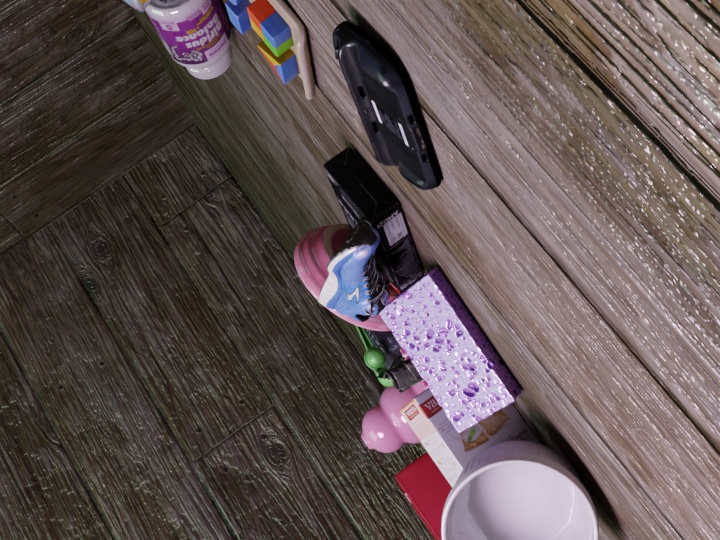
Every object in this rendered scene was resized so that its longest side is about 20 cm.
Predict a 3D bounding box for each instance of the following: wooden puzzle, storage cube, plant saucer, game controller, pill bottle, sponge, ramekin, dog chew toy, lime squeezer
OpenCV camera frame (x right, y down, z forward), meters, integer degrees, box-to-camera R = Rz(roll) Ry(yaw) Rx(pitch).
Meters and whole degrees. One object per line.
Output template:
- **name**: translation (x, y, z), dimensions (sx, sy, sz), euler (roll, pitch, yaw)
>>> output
- **wooden puzzle**: translation (-0.127, -0.317, 1.458), dimensions (0.201, 0.046, 0.185), euler (55, 174, 12)
- **storage cube**: translation (0.199, 0.461, 2.418), dimensions (0.200, 0.179, 0.171), euler (52, 173, 24)
- **plant saucer**: translation (0.000, 0.000, 1.717), dimensions (0.199, 0.051, 0.201), euler (24, -148, -16)
- **game controller**: translation (0.029, -0.158, 1.155), dimensions (0.104, 0.042, 0.200), euler (35, 164, 31)
- **pill bottle**: translation (-0.268, -0.393, 1.858), dimensions (0.113, 0.112, 0.200), euler (53, 174, 26)
- **sponge**: translation (0.116, 0.107, 1.554), dimensions (0.111, 0.030, 0.201), euler (-36, 88, 40)
- **ramekin**: translation (0.206, 0.317, 1.514), dimensions (0.201, 0.199, 0.105), euler (56, -165, -7)
- **dog chew toy**: translation (0.088, 0.219, 1.884), dimensions (0.125, 0.199, 0.125), euler (54, 173, 9)
- **lime squeezer**: translation (0.030, 0.141, 1.859), dimensions (0.200, 0.038, 0.071), euler (48, 165, 42)

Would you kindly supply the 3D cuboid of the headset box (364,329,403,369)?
- **headset box**: translation (0.037, 0.067, 1.990), dimensions (0.201, 0.092, 0.174), euler (55, 173, 8)

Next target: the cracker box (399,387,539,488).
- **cracker box**: translation (0.167, 0.238, 1.649), dimensions (0.201, 0.133, 0.058), euler (54, 146, 9)

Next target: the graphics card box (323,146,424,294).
- **graphics card box**: translation (0.020, -0.066, 1.610), dimensions (0.126, 0.051, 0.200), euler (52, 174, 32)

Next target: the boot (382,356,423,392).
- **boot**: translation (0.093, 0.121, 1.652), dimensions (0.068, 0.130, 0.200), euler (53, 174, 16)

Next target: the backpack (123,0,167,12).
- **backpack**: translation (-0.311, -0.465, 1.657), dimensions (0.176, 0.153, 0.200), euler (52, -177, -23)

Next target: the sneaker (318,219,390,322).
- **sneaker**: translation (0.006, 0.006, 1.542), dimensions (0.089, 0.079, 0.200), euler (32, 154, 8)

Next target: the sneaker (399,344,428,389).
- **sneaker**: translation (0.125, 0.146, 1.801), dimensions (0.087, 0.074, 0.201), euler (38, -162, -43)
